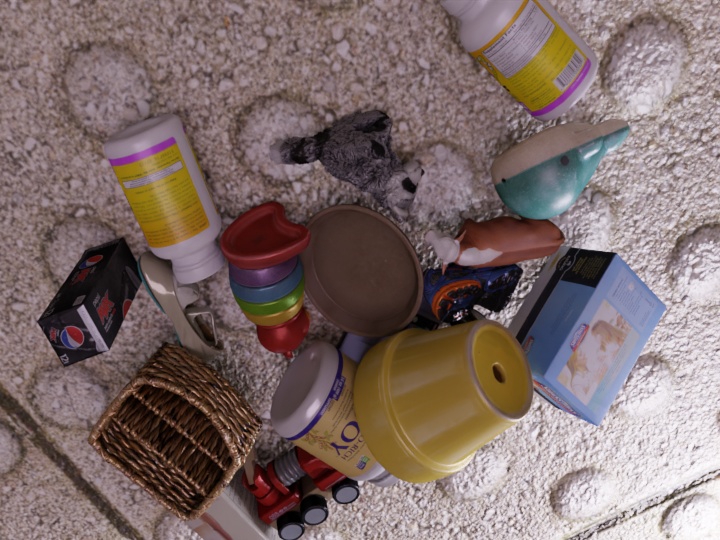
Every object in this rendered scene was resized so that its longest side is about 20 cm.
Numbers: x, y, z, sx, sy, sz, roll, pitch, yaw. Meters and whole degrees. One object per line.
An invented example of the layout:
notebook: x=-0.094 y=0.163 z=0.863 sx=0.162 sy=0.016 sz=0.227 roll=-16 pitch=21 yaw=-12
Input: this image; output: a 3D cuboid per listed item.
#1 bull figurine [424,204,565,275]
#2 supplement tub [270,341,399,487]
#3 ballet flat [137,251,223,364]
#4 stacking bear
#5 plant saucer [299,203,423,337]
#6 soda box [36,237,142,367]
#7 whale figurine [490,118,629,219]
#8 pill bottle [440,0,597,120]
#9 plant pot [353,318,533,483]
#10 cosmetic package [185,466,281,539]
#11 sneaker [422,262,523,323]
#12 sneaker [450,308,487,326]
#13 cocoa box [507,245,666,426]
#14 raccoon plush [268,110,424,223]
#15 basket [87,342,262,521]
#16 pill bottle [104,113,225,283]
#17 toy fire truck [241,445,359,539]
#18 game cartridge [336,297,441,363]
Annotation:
bull figurine: x=0.179 y=-0.045 z=0.922 sx=0.193 sy=0.122 sz=0.067 roll=-2 pitch=115 yaw=-5
supplement tub: x=-0.019 y=0.215 z=0.978 sx=0.198 sy=0.146 sz=0.146 roll=36 pitch=107 yaw=-21
ballet flat: x=-0.249 y=0.053 z=0.956 sx=0.067 sy=0.070 sz=0.204 roll=-16 pitch=124 yaw=2
stacking bear: x=-0.122 y=0.030 z=0.935 sx=0.112 sy=0.121 sz=0.204 roll=-27 pitch=131 yaw=-22
plant saucer: x=0.000 y=0.000 z=0.934 sx=0.194 sy=0.029 sz=0.206 roll=13 pitch=121 yaw=22
soda box: x=-0.341 y=0.034 z=0.861 sx=0.062 sy=0.201 sz=0.072 roll=-19 pitch=116 yaw=4
whale figurine: x=0.268 y=-0.135 z=0.875 sx=0.195 sy=0.159 sz=0.107 roll=-21 pitch=89 yaw=-22
pill bottle: x=0.191 y=-0.286 z=0.815 sx=0.198 sy=0.105 sz=0.105 roll=38 pitch=106 yaw=-20
plant pot: x=0.120 y=0.161 z=0.887 sx=0.199 sy=0.204 sz=0.187 roll=38 pitch=136 yaw=-20
cosmetic package: x=-0.214 y=0.390 z=1.092 sx=0.086 sy=0.104 sz=0.202 roll=-31 pitch=112 yaw=11
sneaker: x=0.161 y=0.013 z=0.951 sx=0.196 sy=0.078 sz=0.077 roll=-5 pitch=128 yaw=-42
sneaker: x=0.173 y=0.143 z=1.015 sx=0.086 sy=0.080 sz=0.203 roll=-38 pitch=115 yaw=-18
cocoa box: x=0.310 y=0.088 z=0.952 sx=0.132 sy=0.131 sz=0.203 roll=38 pitch=81 yaw=-22
raccoon plush: x=-0.012 y=-0.133 z=0.905 sx=0.194 sy=0.098 sz=0.136 roll=3 pitch=133 yaw=25
basket: x=-0.255 y=0.227 z=0.943 sx=0.199 sy=0.150 sz=0.143 roll=42 pitch=134 yaw=-6
pill bottle: x=-0.245 y=-0.089 z=0.868 sx=0.101 sy=0.105 sz=0.205 roll=-17 pitch=115 yaw=3
toy fire truck: x=-0.119 y=0.299 z=1.063 sx=0.174 sy=0.130 sz=0.201 roll=-34 pitch=123 yaw=10
game cartridge: x=0.041 y=0.102 z=1.026 sx=0.127 sy=0.039 sz=0.204 roll=23 pitch=110 yaw=-11
